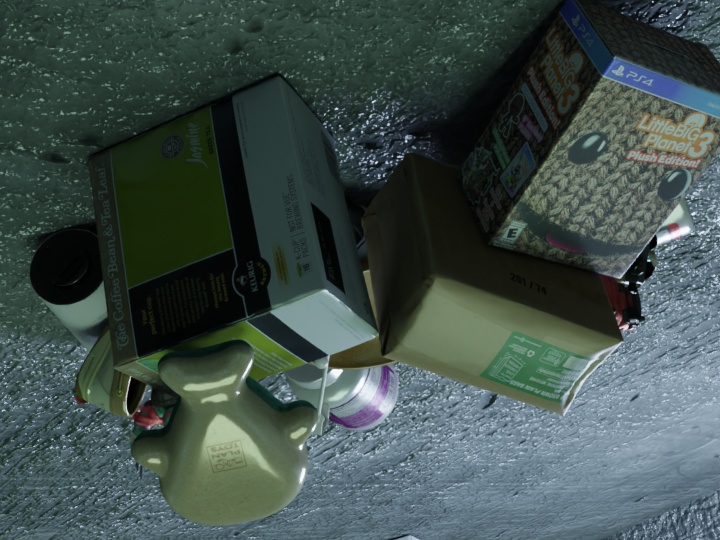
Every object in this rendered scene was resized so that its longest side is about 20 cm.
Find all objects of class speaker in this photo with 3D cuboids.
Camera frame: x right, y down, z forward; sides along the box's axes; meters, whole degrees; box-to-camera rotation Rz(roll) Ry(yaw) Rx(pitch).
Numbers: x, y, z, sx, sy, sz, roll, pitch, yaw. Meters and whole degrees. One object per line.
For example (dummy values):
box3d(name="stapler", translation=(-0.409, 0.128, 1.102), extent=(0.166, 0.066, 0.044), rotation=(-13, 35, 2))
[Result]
box3d(name="speaker", translation=(-0.264, 0.036, 1.176), extent=(0.080, 0.082, 0.201), rotation=(-14, 156, 0))

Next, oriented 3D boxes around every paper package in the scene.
box3d(name="paper package", translation=(0.113, 0.011, 1.052), extent=(0.198, 0.192, 0.104), rotation=(19, 126, -20))

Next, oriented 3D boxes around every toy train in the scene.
box3d(name="toy train", translation=(0.263, -0.080, 1.097), extent=(0.045, 0.203, 0.034), rotation=(6, 174, 34))

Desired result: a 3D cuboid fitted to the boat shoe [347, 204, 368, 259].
box3d(name="boat shoe", translation=(-0.062, -0.007, 1.204), extent=(0.067, 0.075, 0.199), rotation=(16, 146, -35))

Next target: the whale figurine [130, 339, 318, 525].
box3d(name="whale figurine", translation=(-0.114, 0.122, 0.967), extent=(0.156, 0.105, 0.202), rotation=(-12, 132, -2))

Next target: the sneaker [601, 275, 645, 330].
box3d(name="sneaker", translation=(0.247, 0.034, 1.317), extent=(0.097, 0.072, 0.199), rotation=(-12, 164, 32))

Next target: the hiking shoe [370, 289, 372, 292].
box3d(name="hiking shoe", translation=(0.000, 0.000, 1.275), extent=(0.199, 0.077, 0.100), rotation=(-30, 168, 35))

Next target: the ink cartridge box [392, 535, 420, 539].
box3d(name="ink cartridge box", translation=(0.092, 0.701, 2.764), extent=(0.143, 0.085, 0.200), rotation=(-19, 154, 12))

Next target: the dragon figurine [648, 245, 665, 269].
box3d(name="dragon figurine", translation=(0.298, -0.032, 1.360), extent=(0.098, 0.060, 0.201), rotation=(-14, 157, -1))

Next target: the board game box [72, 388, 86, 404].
box3d(name="board game box", translation=(-0.218, 0.091, 1.293), extent=(0.197, 0.103, 0.020), rotation=(-17, 113, 19))

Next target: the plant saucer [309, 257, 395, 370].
box3d(name="plant saucer", translation=(0.016, 0.038, 1.204), extent=(0.197, 0.036, 0.201), rotation=(-10, 147, -6))

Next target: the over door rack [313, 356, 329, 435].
box3d(name="over door rack", translation=(-0.097, 0.077, 1.137), extent=(0.145, 0.067, 0.202), rotation=(14, 128, 9))

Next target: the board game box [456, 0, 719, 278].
box3d(name="board game box", translation=(0.207, -0.110, 1.008), extent=(0.157, 0.098, 0.201), rotation=(12, 128, -28))

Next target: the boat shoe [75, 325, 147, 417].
box3d(name="boat shoe", translation=(-0.201, 0.049, 1.131), extent=(0.202, 0.066, 0.074), rotation=(-63, 163, 2))

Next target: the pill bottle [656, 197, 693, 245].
box3d(name="pill bottle", translation=(0.228, -0.062, 1.189), extent=(0.197, 0.121, 0.120), rotation=(-20, 155, 14))

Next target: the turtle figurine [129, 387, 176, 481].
box3d(name="turtle figurine", translation=(-0.192, 0.143, 1.309), extent=(0.147, 0.201, 0.102), rotation=(-5, 125, 7))

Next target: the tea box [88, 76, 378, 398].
box3d(name="tea box", translation=(-0.111, -0.020, 0.996), extent=(0.194, 0.203, 0.134), rotation=(-19, 155, 14))

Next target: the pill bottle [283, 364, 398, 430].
box3d(name="pill bottle", translation=(-0.030, 0.127, 1.454), extent=(0.111, 0.114, 0.200), rotation=(-19, 154, 12))
